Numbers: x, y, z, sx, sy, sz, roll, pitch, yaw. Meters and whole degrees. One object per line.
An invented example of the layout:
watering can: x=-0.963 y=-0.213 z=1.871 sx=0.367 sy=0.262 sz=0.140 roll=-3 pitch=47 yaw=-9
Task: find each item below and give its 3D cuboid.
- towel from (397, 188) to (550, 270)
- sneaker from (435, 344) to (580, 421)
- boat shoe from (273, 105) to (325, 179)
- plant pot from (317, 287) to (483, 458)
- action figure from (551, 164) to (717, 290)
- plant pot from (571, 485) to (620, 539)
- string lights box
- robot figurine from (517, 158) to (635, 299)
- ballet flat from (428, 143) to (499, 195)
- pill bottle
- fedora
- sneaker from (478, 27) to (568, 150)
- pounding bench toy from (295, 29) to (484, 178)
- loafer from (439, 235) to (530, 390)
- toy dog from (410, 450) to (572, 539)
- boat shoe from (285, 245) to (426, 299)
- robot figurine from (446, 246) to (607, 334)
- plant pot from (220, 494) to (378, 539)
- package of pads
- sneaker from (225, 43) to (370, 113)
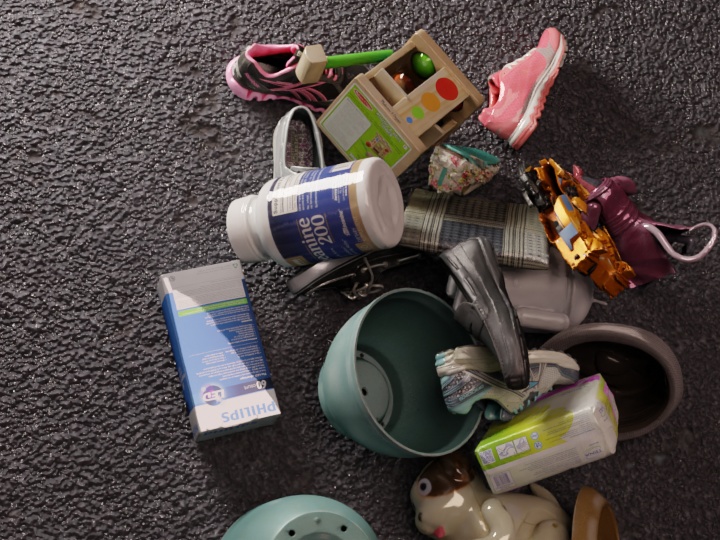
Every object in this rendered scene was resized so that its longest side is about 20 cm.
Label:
towel: x=0.148 y=-0.051 z=1.625 sx=0.192 sy=0.200 sz=0.035 roll=9 pitch=112 yaw=6
sneaker: x=0.176 y=0.138 z=1.521 sx=0.200 sy=0.078 sz=0.087 roll=3 pitch=77 yaw=-28
boat shoe: x=-0.079 y=-0.117 z=1.645 sx=0.070 sy=0.072 sz=0.201 roll=0 pitch=71 yaw=-15
plant pot: x=0.033 y=0.136 z=1.536 sx=0.200 sy=0.134 sz=0.201 roll=15 pitch=64 yaw=-34
action figure: x=0.348 y=-0.063 z=1.710 sx=0.200 sy=0.149 sz=0.134 roll=44 pitch=71 yaw=-12
plant pot: x=0.285 y=0.357 z=1.519 sx=0.027 sy=0.200 sz=0.200 roll=-6 pitch=68 yaw=22
string lights box: x=-0.174 y=0.097 z=1.550 sx=0.103 sy=0.059 sz=0.200 roll=-11 pitch=74 yaw=-18
robot figurine: x=0.269 y=-0.062 z=1.611 sx=0.145 sy=0.058 sz=0.200 roll=32 pitch=27 yaw=-43
ballet flat: x=0.129 y=-0.131 z=1.674 sx=0.076 sy=0.200 sz=0.064 roll=28 pitch=102 yaw=19
pill bottle: x=-0.057 y=-0.065 z=1.545 sx=0.200 sy=0.111 sz=0.111 roll=-11 pitch=69 yaw=24
fedora: x=0.309 y=0.129 z=1.635 sx=0.200 sy=0.177 sz=0.090 roll=1 pitch=26 yaw=7
sneaker: x=0.226 y=-0.269 z=1.782 sx=0.087 sy=0.074 sz=0.200 roll=25 pitch=67 yaw=-4
pounding bench toy: x=0.032 y=-0.236 z=1.646 sx=0.200 sy=0.124 sz=0.156 roll=49 pitch=56 yaw=0
loafer: x=0.143 y=0.052 z=1.466 sx=0.070 sy=0.068 sz=0.201 roll=-18 pitch=58 yaw=3
toy dog: x=0.154 y=0.299 z=1.528 sx=0.200 sy=0.140 sz=0.194 roll=31 pitch=53 yaw=-3
boat shoe: x=-0.001 y=0.001 z=1.627 sx=0.199 sy=0.074 sz=0.068 roll=-24 pitch=89 yaw=-35
robot figurine: x=0.215 y=0.024 z=1.652 sx=0.200 sy=0.113 sz=0.170 roll=3 pitch=36 yaw=-14
plant pot: x=-0.060 y=0.345 z=1.438 sx=0.200 sy=0.161 sz=0.201 roll=5 pitch=71 yaw=-14
package of pads: x=0.228 y=0.191 z=1.511 sx=0.154 sy=0.200 sz=0.068 roll=-23 pitch=91 yaw=15
sneaker: x=-0.073 y=-0.264 z=1.688 sx=0.200 sy=0.095 sz=0.079 roll=1 pitch=69 yaw=-17
